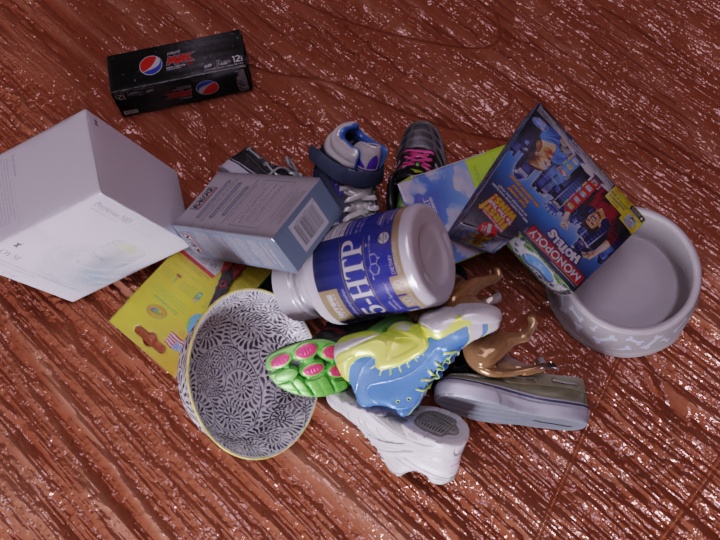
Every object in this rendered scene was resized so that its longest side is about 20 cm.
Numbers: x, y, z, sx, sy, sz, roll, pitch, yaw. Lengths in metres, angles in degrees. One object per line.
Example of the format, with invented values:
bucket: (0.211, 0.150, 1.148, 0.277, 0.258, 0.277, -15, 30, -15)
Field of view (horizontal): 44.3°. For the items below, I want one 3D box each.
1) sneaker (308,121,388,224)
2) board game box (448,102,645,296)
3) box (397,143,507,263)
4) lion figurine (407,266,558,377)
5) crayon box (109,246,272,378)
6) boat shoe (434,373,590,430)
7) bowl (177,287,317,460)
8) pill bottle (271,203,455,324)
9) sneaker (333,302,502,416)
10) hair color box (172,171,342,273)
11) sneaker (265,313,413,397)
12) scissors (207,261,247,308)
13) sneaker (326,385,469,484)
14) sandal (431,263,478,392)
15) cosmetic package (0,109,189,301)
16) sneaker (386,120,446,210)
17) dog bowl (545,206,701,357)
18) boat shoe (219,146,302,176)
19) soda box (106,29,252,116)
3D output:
sneaker: (-0.005, -0.093, 1.139, 0.080, 0.147, 0.201, -6, 61, -26)
board game box: (0.213, -0.069, 1.089, 0.200, 0.062, 0.200, -40, 86, -21)
box: (0.139, -0.081, 1.132, 0.199, 0.048, 0.123, -21, 92, -26)
lion figurine: (0.135, 0.067, 1.054, 0.122, 0.073, 0.200, -18, 43, -17)
crayon box: (-0.212, 0.035, 1.157, 0.127, 0.051, 0.200, 37, 74, 17)
boat shoe: (0.182, 0.148, 1.064, 0.199, 0.072, 0.062, 13, 61, -16)
bowl: (-0.152, 0.127, 1.072, 0.094, 0.200, 0.202, -11, 59, 44)
pill bottle: (0.000, 0.000, 1.047, 0.199, 0.120, 0.120, -14, 63, 30)
sneaker: (0.073, 0.104, 1.009, 0.199, 0.076, 0.106, -15, 93, 17)
hair color box: (-0.128, -0.062, 1.070, 0.199, 0.061, 0.099, 9, 54, 44)
sneaker: (-0.027, 0.100, 1.089, 0.199, 0.084, 0.077, -14, 104, -28)
scissors: (-0.175, 0.006, 1.135, 0.073, 0.014, 0.200, 33, 74, 15)
sneaker: (0.034, 0.198, 1.061, 0.199, 0.100, 0.078, 24, 32, 35)
sandal: (0.113, 0.080, 1.122, 0.076, 0.043, 0.201, -9, 67, 0)
cosmetic package: (-0.351, -0.072, 1.103, 0.199, 0.199, 0.123, -25, 67, 14)
sneaker: (0.076, -0.124, 1.185, 0.073, 0.088, 0.201, 8, 68, 7)
dog bowl: (0.340, 0.007, 1.131, 0.199, 0.059, 0.201, -2, 67, 4)
boat shoe: (-0.108, -0.111, 1.185, 0.068, 0.074, 0.199, -44, 45, -14)
soda box: (-0.262, -0.287, 1.288, 0.199, 0.063, 0.071, -12, 66, -2)
